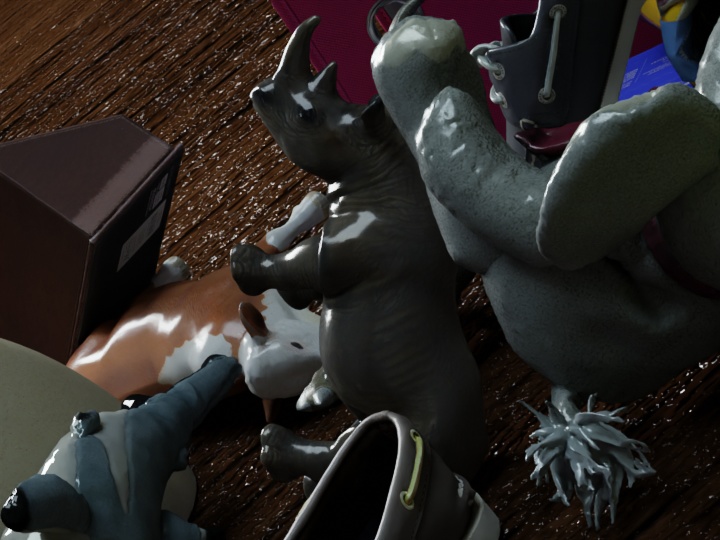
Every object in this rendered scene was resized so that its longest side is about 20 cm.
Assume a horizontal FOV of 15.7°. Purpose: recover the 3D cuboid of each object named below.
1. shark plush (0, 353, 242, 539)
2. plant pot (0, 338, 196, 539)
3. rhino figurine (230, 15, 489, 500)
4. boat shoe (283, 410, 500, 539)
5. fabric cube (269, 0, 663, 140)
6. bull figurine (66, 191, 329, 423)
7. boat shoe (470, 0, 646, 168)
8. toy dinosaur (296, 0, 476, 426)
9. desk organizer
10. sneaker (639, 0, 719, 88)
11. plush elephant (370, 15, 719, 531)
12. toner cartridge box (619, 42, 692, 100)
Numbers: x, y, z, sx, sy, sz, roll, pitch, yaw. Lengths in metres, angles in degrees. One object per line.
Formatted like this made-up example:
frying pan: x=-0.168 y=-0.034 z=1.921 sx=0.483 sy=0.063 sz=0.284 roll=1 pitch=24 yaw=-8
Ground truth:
shark plush: x=-0.097 y=0.108 z=1.090 sx=0.091 sy=0.083 sz=0.200 roll=-64 pitch=-2 yaw=28
plant pot: x=-0.194 y=0.102 z=1.179 sx=0.200 sy=0.135 sz=0.200 roll=-33 pitch=18 yaw=12
rhino figurine: x=0.000 y=0.000 z=1.012 sx=0.087 sy=0.200 sz=0.060 roll=-6 pitch=7 yaw=27
boat shoe: x=-0.018 y=0.129 z=0.908 sx=0.072 sy=0.060 sz=0.200 roll=-18 pitch=25 yaw=43
fabric cube: x=0.067 y=-0.178 z=1.312 sx=0.199 sy=0.196 sz=0.200 roll=-29 pitch=18 yaw=14
bull figurine: x=-0.067 y=0.028 z=1.248 sx=0.200 sy=0.065 sz=0.121 roll=-16 pitch=23 yaw=45
boat shoe: x=0.075 y=-0.093 z=1.065 sx=0.073 sy=0.063 sz=0.200 roll=-100 pitch=25 yaw=-69
toy dinosaur: x=0.030 y=-0.023 z=1.127 sx=0.102 sy=0.077 sz=0.200 roll=-1 pitch=70 yaw=70
desk organizer: x=-0.151 y=-0.009 z=1.313 sx=0.072 sy=0.077 sz=0.200 roll=-50 pitch=-10 yaw=-30
sneaker: x=0.144 y=-0.115 z=1.066 sx=0.090 sy=0.075 sz=0.200 roll=-37 pitch=17 yaw=-19
plush elephant: x=0.113 y=-0.029 z=0.921 sx=0.155 sy=0.165 sz=0.200 roll=-39 pitch=41 yaw=38
toner cartridge box: x=0.160 y=-0.074 z=1.125 sx=0.200 sy=0.043 sz=0.095 roll=-24 pitch=23 yaw=33
